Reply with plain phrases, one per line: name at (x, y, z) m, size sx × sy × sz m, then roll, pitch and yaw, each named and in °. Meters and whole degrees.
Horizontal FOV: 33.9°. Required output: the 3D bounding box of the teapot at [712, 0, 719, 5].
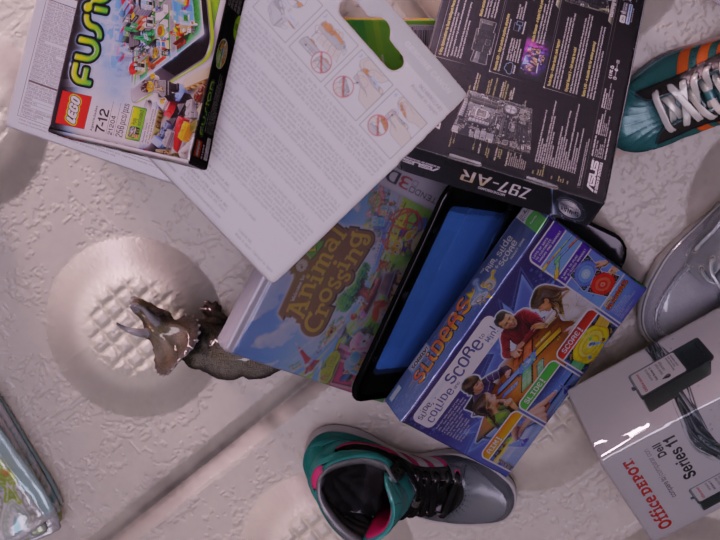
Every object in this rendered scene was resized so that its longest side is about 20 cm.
teapot at (0.199, -0.295, 0.886) m, size 0.201 × 0.196 × 0.146 m, roll 58°, pitch 142°, yaw 18°

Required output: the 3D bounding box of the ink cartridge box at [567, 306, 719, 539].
ink cartridge box at (0.291, 0.120, 0.979) m, size 0.198 × 0.084 × 0.147 m, roll -30°, pitch 131°, yaw 11°

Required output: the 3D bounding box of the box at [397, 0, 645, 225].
box at (0.128, -0.152, 0.920) m, size 0.158 × 0.044 × 0.202 m, roll 15°, pitch 68°, yaw 0°

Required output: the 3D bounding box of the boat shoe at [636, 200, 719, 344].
boat shoe at (0.305, -0.014, 0.981) m, size 0.070 × 0.072 × 0.202 m, roll 37°, pitch 103°, yaw -5°

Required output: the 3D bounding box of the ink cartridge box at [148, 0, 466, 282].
ink cartridge box at (-0.048, -0.117, 0.853) m, size 0.200 × 0.047 × 0.160 m, roll -43°, pitch 102°, yaw 6°

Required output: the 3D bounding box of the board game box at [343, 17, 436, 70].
board game box at (-0.016, -0.151, 0.934) m, size 0.198 × 0.030 × 0.097 m, roll -9°, pitch 107°, yaw -39°

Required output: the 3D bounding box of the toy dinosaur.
toy dinosaur at (-0.103, 0.068, 1.014) m, size 0.197 × 0.102 × 0.078 m, roll 10°, pitch 104°, yaw 3°

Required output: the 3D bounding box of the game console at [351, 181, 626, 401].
game console at (0.110, 0.040, 0.983) m, size 0.174 × 0.117 × 0.202 m, roll 25°, pitch 106°, yaw -2°

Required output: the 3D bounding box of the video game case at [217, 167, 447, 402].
video game case at (0.000, 0.000, 0.972) m, size 0.181 × 0.022 × 0.202 m, roll 22°, pitch 101°, yaw -38°

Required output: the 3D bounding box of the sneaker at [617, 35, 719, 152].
sneaker at (0.289, -0.152, 0.944) m, size 0.198 × 0.080 × 0.072 m, roll -27°, pitch 100°, yaw 10°

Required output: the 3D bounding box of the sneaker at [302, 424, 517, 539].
sneaker at (0.042, 0.194, 1.023) m, size 0.197 × 0.121 × 0.085 m, roll 12°, pitch 104°, yaw 1°

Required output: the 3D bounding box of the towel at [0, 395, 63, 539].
towel at (-0.389, 0.186, 1.091) m, size 0.170 × 0.048 × 0.202 m, roll -28°, pitch 100°, yaw 9°

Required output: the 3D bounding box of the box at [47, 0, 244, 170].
box at (-0.137, -0.179, 0.806) m, size 0.109 × 0.035 × 0.203 m, roll 12°, pitch 90°, yaw 13°

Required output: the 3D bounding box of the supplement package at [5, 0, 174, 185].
supplement package at (-0.163, -0.193, 0.931) m, size 0.149 × 0.152 × 0.202 m, roll 18°, pitch 104°, yaw -1°

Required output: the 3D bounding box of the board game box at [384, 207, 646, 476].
board game box at (0.129, 0.060, 0.969) m, size 0.135 × 0.034 × 0.201 m, roll 31°, pitch 99°, yaw -34°
